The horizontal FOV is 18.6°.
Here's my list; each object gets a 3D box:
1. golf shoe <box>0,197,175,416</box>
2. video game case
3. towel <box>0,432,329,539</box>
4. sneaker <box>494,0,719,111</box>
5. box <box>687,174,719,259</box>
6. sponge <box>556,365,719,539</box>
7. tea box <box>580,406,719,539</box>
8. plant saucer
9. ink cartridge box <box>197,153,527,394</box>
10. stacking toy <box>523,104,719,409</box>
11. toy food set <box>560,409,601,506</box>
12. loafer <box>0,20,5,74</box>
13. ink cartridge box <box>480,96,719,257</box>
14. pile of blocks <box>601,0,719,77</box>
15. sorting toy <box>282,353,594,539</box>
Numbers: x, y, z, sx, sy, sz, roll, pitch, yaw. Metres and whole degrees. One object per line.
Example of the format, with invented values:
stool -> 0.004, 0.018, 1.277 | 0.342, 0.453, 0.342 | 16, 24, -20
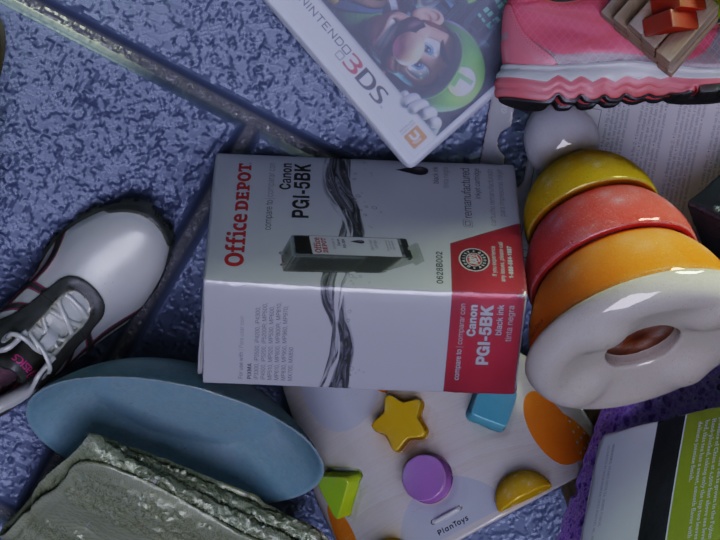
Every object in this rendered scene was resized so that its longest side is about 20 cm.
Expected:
golf shoe -> -0.198, 0.037, 1.437 | 0.200, 0.088, 0.077 | -41, 109, 10
video game case -> 0.048, -0.195, 1.381 | 0.200, 0.023, 0.182 | -42, 110, 1
towel -> -0.133, 0.188, 1.504 | 0.200, 0.037, 0.148 | 26, 135, -18
sneaker -> 0.182, -0.147, 1.368 | 0.199, 0.074, 0.087 | -3, 89, -4
box -> 0.349, -0.029, 1.364 | 0.200, 0.197, 0.118 | -40, 128, -14
sponge -> 0.201, 0.123, 1.457 | 0.111, 0.030, 0.200 | 15, 98, -33
tea box -> 0.271, 0.187, 1.362 | 0.196, 0.134, 0.200 | -17, 135, 39
plant saucer -> -0.119, 0.099, 1.454 | 0.200, 0.039, 0.201 | 9, 153, 5
ink cartridge box -> 0.000, 0.000, 1.394 | 0.199, 0.147, 0.083 | 2, 126, -2
stacking toy -> 0.149, -0.027, 1.377 | 0.146, 0.200, 0.146 | -13, 151, -7
toy food set -> 0.236, 0.123, 1.538 | 0.200, 0.049, 0.198 | 36, 105, -18
loafer -> -0.267, -0.069, 1.392 | 0.073, 0.071, 0.201 | 4, 112, -8
ink cartridge box -> 0.182, -0.074, 1.462 | 0.199, 0.050, 0.161 | 13, 112, 9
pile of blocks -> 0.240, -0.190, 1.310 | 0.200, 0.062, 0.082 | -24, 80, 1
sorting toy -> 0.032, 0.097, 1.475 | 0.200, 0.107, 0.180 | -30, 82, 12
